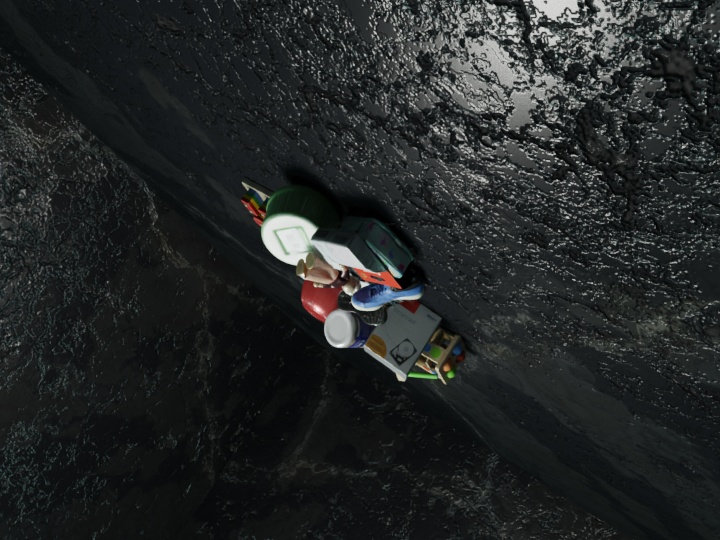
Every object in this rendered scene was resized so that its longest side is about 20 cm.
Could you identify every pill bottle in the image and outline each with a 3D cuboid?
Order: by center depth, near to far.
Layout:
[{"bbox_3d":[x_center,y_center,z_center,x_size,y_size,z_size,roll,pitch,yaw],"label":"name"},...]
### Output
[{"bbox_3d":[-0.015,0.183,1.792,0.114,0.118,0.198,26,-172,33],"label":"pill bottle"}]

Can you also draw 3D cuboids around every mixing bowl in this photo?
[{"bbox_3d":[-0.118,0.095,1.835,0.198,0.109,0.201,33,165,10],"label":"mixing bowl"}]

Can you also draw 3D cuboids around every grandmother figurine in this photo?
[{"bbox_3d":[-0.076,0.018,1.486,0.120,0.062,0.197,-21,147,41],"label":"grandmother figurine"}]

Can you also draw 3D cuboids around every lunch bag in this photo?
[{"bbox_3d":[0.030,-0.061,1.381,0.161,0.078,0.199,46,163,-24],"label":"lunch bag"}]

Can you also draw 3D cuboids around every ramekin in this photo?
[{"bbox_3d":[-0.159,-0.107,1.459,0.194,0.099,0.203,8,137,8],"label":"ramekin"}]

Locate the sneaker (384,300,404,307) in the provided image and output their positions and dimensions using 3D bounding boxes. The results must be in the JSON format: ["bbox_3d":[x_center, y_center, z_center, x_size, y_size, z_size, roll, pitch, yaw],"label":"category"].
[{"bbox_3d":[0.100,0.068,1.604,0.077,0.086,0.199,41,165,-22],"label":"sneaker"}]

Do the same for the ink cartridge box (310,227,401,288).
[{"bbox_3d":[-0.012,-0.015,1.364,0.161,0.057,0.201,13,146,52],"label":"ink cartridge box"}]

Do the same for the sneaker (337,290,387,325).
[{"bbox_3d":[0.025,0.107,1.667,0.086,0.078,0.198,16,-175,-43],"label":"sneaker"}]

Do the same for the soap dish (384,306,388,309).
[{"bbox_3d":[0.007,0.064,1.824,0.157,0.082,0.198,45,163,-31],"label":"soap dish"}]

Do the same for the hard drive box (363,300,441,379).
[{"bbox_3d":[0.125,0.189,1.688,0.154,0.202,0.077,31,165,13],"label":"hard drive box"}]

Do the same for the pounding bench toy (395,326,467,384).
[{"bbox_3d":[0.217,0.279,1.749,0.154,0.202,0.125,27,164,34],"label":"pounding bench toy"}]

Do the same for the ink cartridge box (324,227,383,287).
[{"bbox_3d":[-0.012,-0.023,1.588,0.199,0.085,0.144,43,165,-24],"label":"ink cartridge box"}]

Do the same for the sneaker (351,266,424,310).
[{"bbox_3d":[0.065,0.039,1.466,0.194,0.079,0.112,-9,148,6],"label":"sneaker"}]

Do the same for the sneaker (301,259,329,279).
[{"bbox_3d":[-0.141,-0.030,1.649,0.077,0.200,0.080,-3,112,28],"label":"sneaker"}]

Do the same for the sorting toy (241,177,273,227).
[{"bbox_3d":[-0.276,-0.172,1.791,0.197,0.070,0.200,29,164,28],"label":"sorting toy"}]
